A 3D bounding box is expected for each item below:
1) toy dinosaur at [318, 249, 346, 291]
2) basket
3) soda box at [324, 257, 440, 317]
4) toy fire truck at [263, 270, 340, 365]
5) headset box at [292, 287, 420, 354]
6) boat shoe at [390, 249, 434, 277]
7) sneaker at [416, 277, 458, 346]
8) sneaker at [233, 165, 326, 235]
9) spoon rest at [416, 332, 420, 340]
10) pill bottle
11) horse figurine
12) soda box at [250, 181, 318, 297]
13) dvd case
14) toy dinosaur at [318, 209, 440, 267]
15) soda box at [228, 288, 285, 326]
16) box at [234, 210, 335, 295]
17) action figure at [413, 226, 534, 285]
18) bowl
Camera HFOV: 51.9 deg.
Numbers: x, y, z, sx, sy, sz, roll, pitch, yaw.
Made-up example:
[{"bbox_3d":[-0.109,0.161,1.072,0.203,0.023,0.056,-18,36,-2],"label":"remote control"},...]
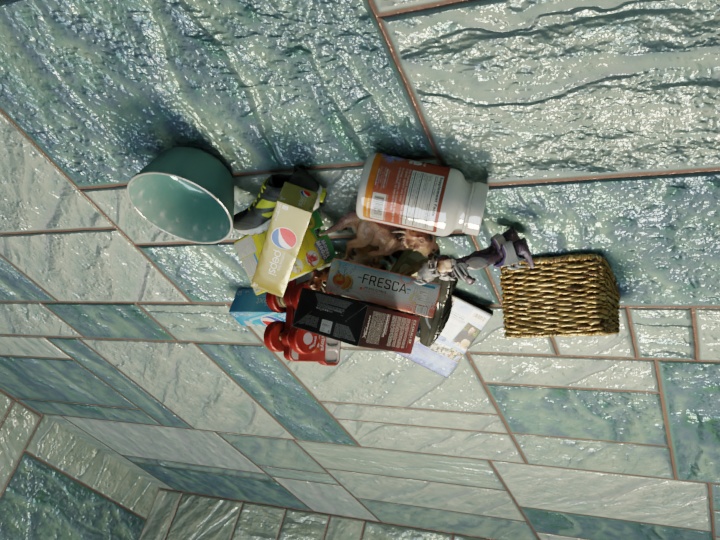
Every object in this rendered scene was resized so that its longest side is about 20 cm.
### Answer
[{"bbox_3d":[-0.055,-0.003,1.490,0.200,0.048,0.088,-13,144,4],"label":"toy dinosaur"},{"bbox_3d":[0.374,0.049,1.378,0.200,0.149,0.143,-6,175,33],"label":"basket"},{"bbox_3d":[0.040,0.031,1.326,0.200,0.064,0.068,15,179,0],"label":"soda box"},{"bbox_3d":[-0.106,0.101,1.582,0.168,0.200,0.112,9,172,-44],"label":"toy fire truck"},{"bbox_3d":[0.001,0.093,1.332,0.149,0.077,0.200,14,179,36],"label":"headset box"},{"bbox_3d":[0.077,0.040,1.409,0.073,0.063,0.201,19,123,-29],"label":"boat shoe"},{"bbox_3d":[0.137,0.061,1.476,0.091,0.076,0.200,19,121,17],"label":"sneaker"},{"bbox_3d":[-0.159,-0.132,1.342,0.200,0.075,0.085,-20,121,23],"label":"sneaker"},{"bbox_3d":[0.048,0.087,1.501,0.200,0.099,0.061,42,-178,-17],"label":"spoon rest"},{"bbox_3d":[0.101,-0.118,1.197,0.200,0.112,0.112,13,149,6],"label":"pill bottle"},{"bbox_3d":[0.000,0.000,1.417,0.200,0.050,0.133,-32,136,1],"label":"horse figurine"},{"bbox_3d":[-0.136,-0.051,1.306,0.064,0.068,0.200,19,127,-5],"label":"soda box"},{"bbox_3d":[0.168,0.127,1.555,0.143,0.018,0.200,27,123,-4],"label":"dvd case"},{"bbox_3d":[0.034,-0.074,1.307,0.200,0.086,0.136,17,149,-20],"label":"toy dinosaur"},{"bbox_3d":[-0.198,0.085,1.702,0.200,0.068,0.064,-1,144,27],"label":"soda box"},{"bbox_3d":[-0.138,-0.042,1.409,0.200,0.048,0.117,-23,90,32],"label":"box"},{"bbox_3d":[0.186,-0.011,1.264,0.200,0.130,0.069,-17,101,0],"label":"action figure"},{"bbox_3d":[-0.312,-0.149,1.353,0.201,0.105,0.201,12,148,7],"label":"bowl"}]
